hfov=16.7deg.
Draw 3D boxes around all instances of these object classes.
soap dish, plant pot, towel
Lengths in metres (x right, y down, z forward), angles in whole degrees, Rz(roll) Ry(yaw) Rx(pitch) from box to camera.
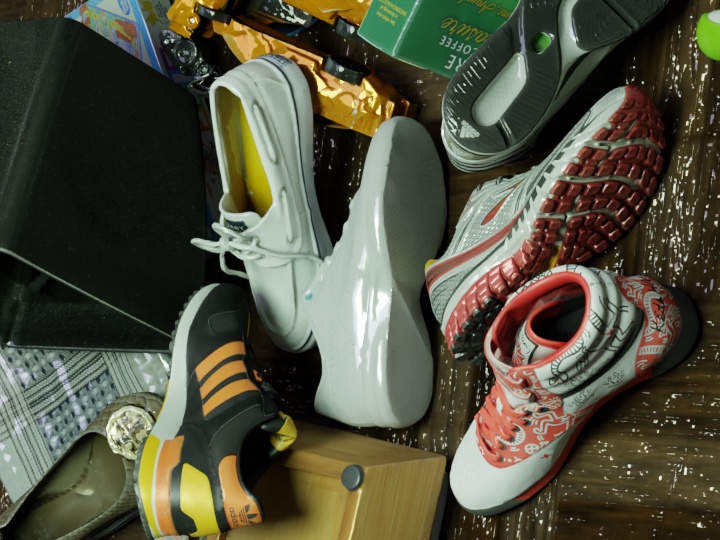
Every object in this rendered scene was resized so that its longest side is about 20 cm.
[{"bbox_3d":[-0.034,0.199,1.560,0.157,0.081,0.201,10,85,45],"label":"soap dish"},{"bbox_3d":[-0.218,-0.060,1.647,0.200,0.199,0.178,-1,68,39],"label":"plant pot"},{"bbox_3d":[-0.203,0.086,1.753,0.192,0.035,0.200,-34,73,33],"label":"towel"}]

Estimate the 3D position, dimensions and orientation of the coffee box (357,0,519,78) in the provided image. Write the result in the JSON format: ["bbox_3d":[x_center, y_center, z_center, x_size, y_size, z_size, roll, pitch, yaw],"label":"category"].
[{"bbox_3d":[0.089,-0.213,1.524,0.044,0.123,0.200,35,105,42],"label":"coffee box"}]

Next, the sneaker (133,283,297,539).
[{"bbox_3d":[-0.078,0.089,1.551,0.090,0.070,0.200,1,44,14],"label":"sneaker"}]

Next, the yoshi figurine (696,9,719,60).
[{"bbox_3d":[0.266,-0.160,1.358,0.200,0.112,0.112,1,64,46],"label":"yoshi figurine"}]

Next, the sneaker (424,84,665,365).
[{"bbox_3d":[0.104,-0.038,1.493,0.200,0.078,0.082,-49,48,22],"label":"sneaker"}]

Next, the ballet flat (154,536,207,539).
[{"bbox_3d":[-0.100,0.158,1.647,0.067,0.068,0.201,14,101,30],"label":"ballet flat"}]

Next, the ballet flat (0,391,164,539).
[{"bbox_3d":[-0.200,0.155,1.715,0.200,0.046,0.067,-40,73,28],"label":"ballet flat"}]

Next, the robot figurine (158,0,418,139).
[{"bbox_3d":[-0.045,-0.167,1.638,0.200,0.058,0.145,27,109,26],"label":"robot figurine"}]

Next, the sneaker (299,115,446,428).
[{"bbox_3d":[0.000,0.000,1.582,0.088,0.075,0.201,-1,80,39],"label":"sneaker"}]

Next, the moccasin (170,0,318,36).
[{"bbox_3d":[-0.101,-0.198,1.739,0.200,0.068,0.081,-5,76,43],"label":"moccasin"}]

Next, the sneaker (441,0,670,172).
[{"bbox_3d":[0.117,-0.140,1.509,0.076,0.115,0.201,44,78,4],"label":"sneaker"}]

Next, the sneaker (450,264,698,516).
[{"bbox_3d":[0.096,0.068,1.450,0.201,0.108,0.067,-43,53,28],"label":"sneaker"}]

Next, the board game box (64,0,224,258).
[{"bbox_3d":[-0.164,-0.093,1.749,0.134,0.034,0.200,-25,81,40],"label":"board game box"}]

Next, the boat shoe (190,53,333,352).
[{"bbox_3d":[-0.069,-0.034,1.604,0.074,0.086,0.202,13,116,39],"label":"boat shoe"}]
